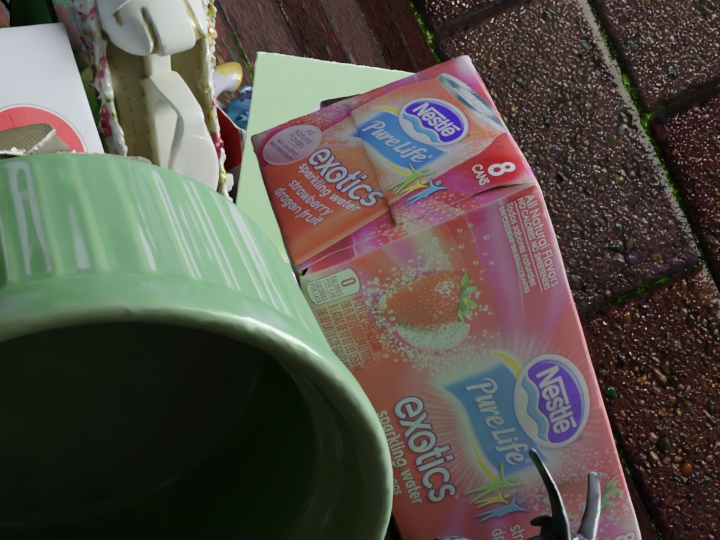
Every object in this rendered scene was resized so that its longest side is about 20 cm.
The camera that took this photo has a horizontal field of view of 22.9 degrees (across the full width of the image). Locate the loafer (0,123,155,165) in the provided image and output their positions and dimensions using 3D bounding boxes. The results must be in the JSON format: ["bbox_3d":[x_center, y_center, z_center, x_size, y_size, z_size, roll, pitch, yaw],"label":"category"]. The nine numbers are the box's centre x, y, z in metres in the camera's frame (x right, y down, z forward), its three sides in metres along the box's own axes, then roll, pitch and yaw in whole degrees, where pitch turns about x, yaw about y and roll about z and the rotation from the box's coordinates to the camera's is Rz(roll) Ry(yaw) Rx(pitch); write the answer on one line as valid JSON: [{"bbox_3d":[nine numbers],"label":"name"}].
[{"bbox_3d":[-0.147,-0.019,0.684,0.200,0.076,0.068,13,44,-42],"label":"loafer"}]

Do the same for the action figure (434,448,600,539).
[{"bbox_3d":[0.059,0.174,0.662,0.119,0.200,0.102,23,1,-44],"label":"action figure"}]

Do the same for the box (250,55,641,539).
[{"bbox_3d":[0.037,0.031,0.711,0.103,0.095,0.200,-110,179,-53],"label":"box"}]

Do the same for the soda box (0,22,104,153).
[{"bbox_3d":[-0.140,-0.006,0.769,0.064,0.068,0.200,-51,-126,55],"label":"soda box"}]

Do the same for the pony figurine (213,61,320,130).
[{"bbox_3d":[-0.048,-0.051,1.188,0.193,0.167,0.200,27,30,-17],"label":"pony figurine"}]

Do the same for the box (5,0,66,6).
[{"bbox_3d":[-0.194,-0.227,1.069,0.117,0.048,0.200,56,18,-40],"label":"box"}]

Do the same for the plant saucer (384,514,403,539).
[{"bbox_3d":[0.028,0.160,0.802,0.200,0.032,0.200,63,4,-7],"label":"plant saucer"}]

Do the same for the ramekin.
[{"bbox_3d":[-0.097,0.058,0.589,0.200,0.200,0.098,55,8,-42],"label":"ramekin"}]

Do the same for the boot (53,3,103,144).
[{"bbox_3d":[-0.112,-0.038,0.965,0.166,0.072,0.200,49,-18,54],"label":"boot"}]

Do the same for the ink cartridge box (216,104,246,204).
[{"bbox_3d":[-0.081,-0.029,0.998,0.200,0.050,0.161,43,-20,-12],"label":"ink cartridge box"}]

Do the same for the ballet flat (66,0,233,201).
[{"bbox_3d":[-0.089,-0.090,0.813,0.064,0.076,0.200,32,-43,58],"label":"ballet flat"}]

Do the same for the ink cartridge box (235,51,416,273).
[{"bbox_3d":[0.000,0.000,0.892,0.145,0.048,0.200,3,102,-40],"label":"ink cartridge box"}]

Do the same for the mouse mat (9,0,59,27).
[{"bbox_3d":[-0.146,-0.067,0.876,0.161,0.008,0.200,113,-41,-65],"label":"mouse mat"}]
